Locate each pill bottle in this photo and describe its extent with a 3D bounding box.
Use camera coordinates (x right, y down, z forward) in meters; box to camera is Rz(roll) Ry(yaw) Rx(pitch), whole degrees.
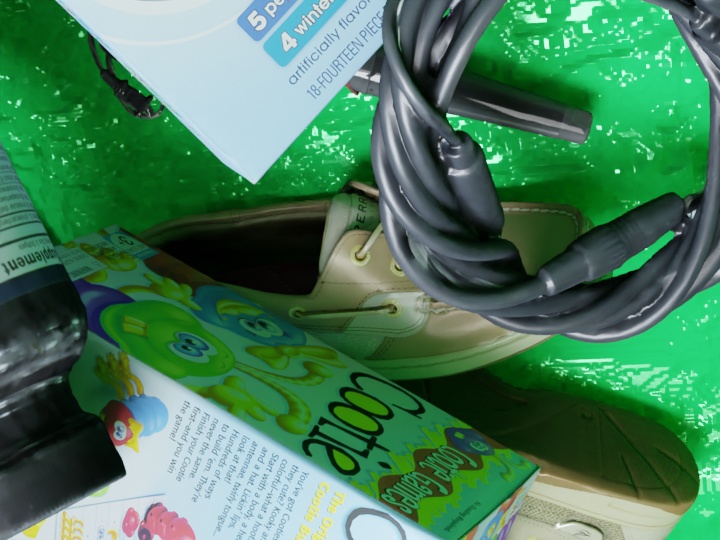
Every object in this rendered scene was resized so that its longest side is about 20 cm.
[{"bbox_3d":[-0.162,0.001,0.796,0.112,0.112,0.201,-28,88,26],"label":"pill bottle"}]

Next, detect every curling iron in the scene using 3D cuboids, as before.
[{"bbox_3d":[-0.008,-0.072,0.908,0.199,0.026,0.050,8,91,-3],"label":"curling iron"}]

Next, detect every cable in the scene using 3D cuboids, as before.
[{"bbox_3d":[0.076,-0.054,0.848,0.199,0.051,0.164,16,113,-38],"label":"cable"}]

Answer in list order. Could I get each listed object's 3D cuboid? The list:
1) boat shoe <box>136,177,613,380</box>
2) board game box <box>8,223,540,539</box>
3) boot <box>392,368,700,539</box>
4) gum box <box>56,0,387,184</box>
[{"bbox_3d":[0.000,0.000,0.936,0.199,0.074,0.067,-10,131,15],"label":"boat shoe"},{"bbox_3d":[-0.052,0.081,0.884,0.199,0.103,0.105,29,111,15],"label":"board game box"},{"bbox_3d":[0.029,0.111,1.021,0.199,0.073,0.156,16,129,-8],"label":"boot"},{"bbox_3d":[-0.052,-0.159,0.787,0.170,0.045,0.200,-47,113,-3],"label":"gum box"}]
